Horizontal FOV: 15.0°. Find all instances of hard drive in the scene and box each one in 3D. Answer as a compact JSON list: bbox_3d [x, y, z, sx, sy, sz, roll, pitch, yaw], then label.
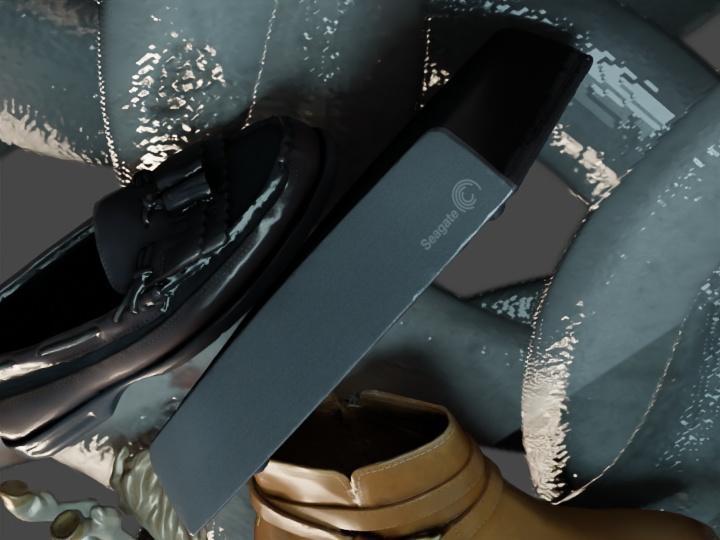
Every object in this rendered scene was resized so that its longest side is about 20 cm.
[{"bbox_3d":[0.000,0.000,1.013,0.042,0.135,0.200,40,122,-3],"label":"hard drive"}]

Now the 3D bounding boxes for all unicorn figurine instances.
[{"bbox_3d":[-0.149,0.159,1.182,0.199,0.074,0.137,-24,145,8],"label":"unicorn figurine"}]

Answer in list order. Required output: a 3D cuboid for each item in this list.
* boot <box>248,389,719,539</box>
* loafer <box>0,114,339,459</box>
[{"bbox_3d":[0.052,0.105,1.158,0.199,0.074,0.155,-11,137,4],"label":"boot"},{"bbox_3d":[-0.091,0.003,1.043,0.063,0.072,0.200,31,127,-28],"label":"loafer"}]
